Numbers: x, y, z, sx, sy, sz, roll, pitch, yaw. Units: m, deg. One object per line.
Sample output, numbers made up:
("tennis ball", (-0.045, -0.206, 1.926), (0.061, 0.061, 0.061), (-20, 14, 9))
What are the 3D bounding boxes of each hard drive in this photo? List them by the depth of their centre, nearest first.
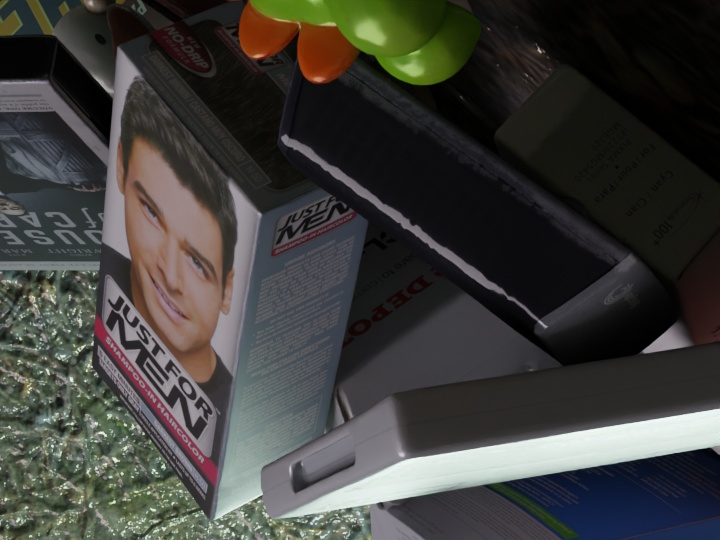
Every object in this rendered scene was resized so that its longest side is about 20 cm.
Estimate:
("hard drive", (0.040, -0.014, 0.760), (0.135, 0.042, 0.200), (36, -179, 12))

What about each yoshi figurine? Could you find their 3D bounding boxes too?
("yoshi figurine", (-0.007, -0.141, 0.677), (0.200, 0.112, 0.112), (55, 140, 34))

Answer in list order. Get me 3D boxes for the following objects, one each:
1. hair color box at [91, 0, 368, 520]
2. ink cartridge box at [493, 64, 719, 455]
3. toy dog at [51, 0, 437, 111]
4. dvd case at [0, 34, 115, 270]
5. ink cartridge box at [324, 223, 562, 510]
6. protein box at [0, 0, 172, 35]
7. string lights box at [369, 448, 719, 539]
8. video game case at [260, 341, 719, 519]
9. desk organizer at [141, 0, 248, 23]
("hair color box", (-0.055, 0.000, 0.934), (0.099, 0.061, 0.200), (48, 147, 27))
("ink cartridge box", (0.143, 0.024, 0.894), (0.176, 0.045, 0.200), (40, 172, 26))
("toy dog", (-0.062, -0.101, 1.045), (0.200, 0.096, 0.132), (12, -155, 15))
("dvd case", (-0.158, -0.045, 0.977), (0.150, 0.025, 0.200), (0, 158, 18))
("ink cartridge box", (0.000, 0.000, 1.078), (0.200, 0.146, 0.083), (35, 153, 46))
("protein box", (-0.235, -0.195, 1.288), (0.200, 0.135, 0.199), (37, 170, 41))
("string lights box", (0.116, 0.123, 1.031), (0.103, 0.200, 0.059), (-151, 55, -62))
("video game case", (0.081, 0.048, 0.762), (0.182, 0.200, 0.023), (143, 119, -71))
("desk organizer", (-0.108, -0.168, 0.968), (0.200, 0.072, 0.077), (36, -177, 43))
